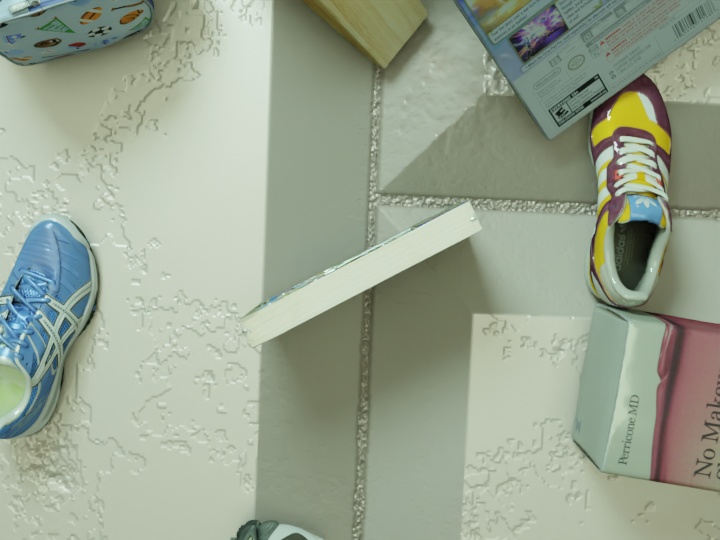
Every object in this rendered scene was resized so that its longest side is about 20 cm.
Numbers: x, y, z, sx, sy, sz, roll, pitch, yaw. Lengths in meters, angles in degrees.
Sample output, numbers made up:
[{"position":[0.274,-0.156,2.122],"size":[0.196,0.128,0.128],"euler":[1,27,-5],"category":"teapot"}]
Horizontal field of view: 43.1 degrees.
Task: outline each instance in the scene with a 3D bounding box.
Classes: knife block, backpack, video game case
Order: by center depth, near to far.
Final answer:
[{"position":[-0.037,-0.255,0.707],"size":[0.200,0.176,0.064],"euler":[40,95,-2],"category":"knife block"},{"position":[0.183,-0.227,0.708],"size":[0.199,0.046,0.181],"euler":[-36,130,12],"category":"video game case"},{"position":[-0.234,-0.254,0.710],"size":[0.189,0.200,0.155],"euler":[-26,99,-5],"category":"backpack"}]

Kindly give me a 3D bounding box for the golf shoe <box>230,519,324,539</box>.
[{"position":[-0.073,0.322,0.792],"size":[0.093,0.078,0.202],"euler":[5,95,0],"category":"golf shoe"}]

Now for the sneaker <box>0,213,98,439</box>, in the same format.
[{"position":[-0.278,0.051,0.777],"size":[0.075,0.077,0.202],"euler":[12,92,1],"category":"sneaker"}]

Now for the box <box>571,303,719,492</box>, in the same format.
[{"position":[0.293,0.110,0.761],"size":[0.198,0.109,0.129],"euler":[9,94,-1],"category":"box"}]

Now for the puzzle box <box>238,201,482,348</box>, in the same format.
[{"position":[0.000,0.000,0.744],"size":[0.199,0.133,0.026],"euler":[-27,93,1],"category":"puzzle box"}]

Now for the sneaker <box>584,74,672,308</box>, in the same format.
[{"position":[0.230,-0.069,0.759],"size":[0.074,0.090,0.202],"euler":[0,93,0],"category":"sneaker"}]
